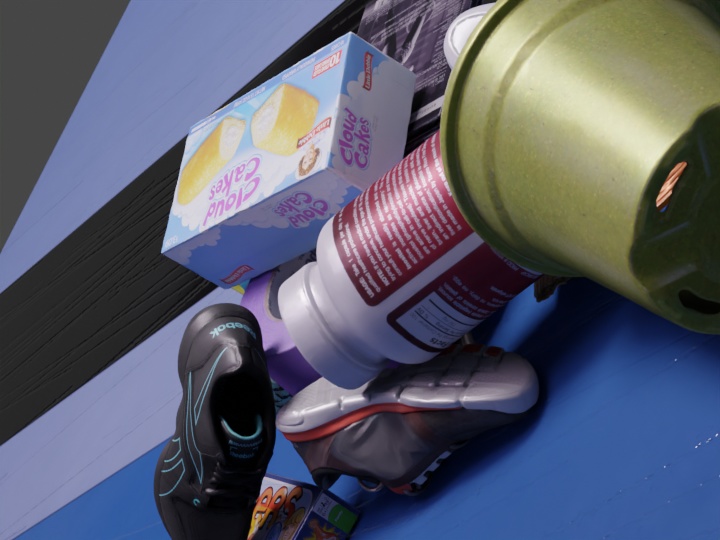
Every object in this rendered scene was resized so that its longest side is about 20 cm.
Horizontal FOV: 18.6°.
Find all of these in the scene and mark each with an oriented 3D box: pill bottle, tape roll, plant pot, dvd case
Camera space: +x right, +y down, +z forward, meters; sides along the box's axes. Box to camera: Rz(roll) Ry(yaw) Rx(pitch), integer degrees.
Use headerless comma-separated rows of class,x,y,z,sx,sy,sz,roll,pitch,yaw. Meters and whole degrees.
pill bottle,0.046,-0.015,1.396,0.200,0.113,0.113,-37,23,22
tape roll,0.000,0.000,1.573,0.200,0.066,0.201,-40,24,21
plant pot,0.169,-0.058,1.222,0.201,0.200,0.184,-53,30,6
dvd case,0.034,-0.155,1.634,0.148,0.016,0.201,-28,35,43

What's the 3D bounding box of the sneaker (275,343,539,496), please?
sneaker,0.040,0.104,1.442,0.199,0.082,0.077,-10,20,38

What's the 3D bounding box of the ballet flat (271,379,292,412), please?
ballet flat,-0.057,0.020,1.700,0.074,0.074,0.202,-142,55,-72

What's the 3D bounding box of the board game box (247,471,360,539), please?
board game box,-0.081,0.213,1.590,0.136,0.034,0.200,-59,18,-12

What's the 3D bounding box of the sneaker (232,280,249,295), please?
sneaker,-0.037,-0.032,1.761,0.199,0.080,0.131,-17,33,34

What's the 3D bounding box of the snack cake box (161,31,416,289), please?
snack cake box,-0.053,-0.075,1.588,0.199,0.067,0.116,-25,45,46

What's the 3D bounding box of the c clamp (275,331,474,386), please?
c clamp,0.018,0.078,1.557,0.171,0.027,0.200,-46,29,15

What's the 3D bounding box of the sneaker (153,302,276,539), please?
sneaker,-0.098,0.126,1.508,0.079,0.075,0.202,-130,39,-59

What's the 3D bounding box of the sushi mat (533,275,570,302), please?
sushi mat,0.153,-0.062,1.494,0.095,0.012,0.201,-36,25,25

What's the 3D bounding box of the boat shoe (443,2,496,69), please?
boat shoe,0.117,-0.145,1.453,0.199,0.067,0.074,21,87,46

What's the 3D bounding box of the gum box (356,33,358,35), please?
gum box,0.026,-0.134,1.798,0.200,0.113,0.066,-41,21,36

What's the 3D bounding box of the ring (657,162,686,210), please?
ring,0.179,-0.080,1.436,0.200,0.019,0.201,-39,25,22
